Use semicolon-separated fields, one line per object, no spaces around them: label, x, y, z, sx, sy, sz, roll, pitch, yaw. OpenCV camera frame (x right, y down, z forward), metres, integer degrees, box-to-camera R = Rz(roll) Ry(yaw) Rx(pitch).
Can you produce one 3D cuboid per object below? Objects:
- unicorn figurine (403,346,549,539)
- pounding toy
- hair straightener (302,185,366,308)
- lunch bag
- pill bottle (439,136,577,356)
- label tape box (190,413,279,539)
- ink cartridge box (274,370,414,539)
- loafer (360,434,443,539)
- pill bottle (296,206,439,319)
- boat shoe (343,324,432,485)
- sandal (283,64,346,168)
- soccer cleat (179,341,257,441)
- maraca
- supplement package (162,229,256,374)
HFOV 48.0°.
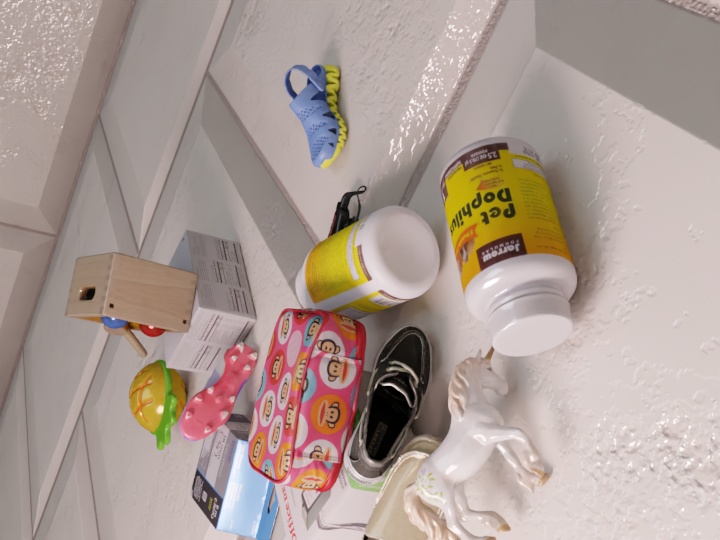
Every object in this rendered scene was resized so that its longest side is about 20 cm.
unicorn figurine;0.113;0.172;0.780;0.200;0.074;0.137;-46;62;-9
pounding toy;-0.391;0.065;1.376;0.198;0.183;0.145;-5;73;48
hair straightener;-0.024;-0.023;1.148;0.077;0.041;0.203;26;96;55
lunch bag;-0.073;0.146;0.946;0.175;0.081;0.203;-1;75;62
pill bottle;0.145;-0.024;0.791;0.109;0.108;0.202;-44;44;42
label tape box;-0.191;0.320;1.253;0.199;0.063;0.146;18;94;60
ink cartridge box;-0.022;0.242;0.985;0.201;0.083;0.146;-57;35;29
loafer;0.047;0.265;0.858;0.202;0.075;0.068;-70;-10;24
pill bottle;0.000;0.000;1.006;0.199;0.108;0.111;-24;58;53
boat shoe;0.041;0.135;0.885;0.064;0.070;0.202;115;177;-53
sandal;-0.076;-0.247;1.266;0.079;0.086;0.202;-42;47;41
soccer cleat;-0.231;0.201;1.304;0.077;0.066;0.201;-47;10;47
maraca;-0.386;0.255;1.556;0.200;0.106;0.139;45;123;55
supplement package;-0.284;0.059;1.462;0.156;0.110;0.201;-55;36;31
